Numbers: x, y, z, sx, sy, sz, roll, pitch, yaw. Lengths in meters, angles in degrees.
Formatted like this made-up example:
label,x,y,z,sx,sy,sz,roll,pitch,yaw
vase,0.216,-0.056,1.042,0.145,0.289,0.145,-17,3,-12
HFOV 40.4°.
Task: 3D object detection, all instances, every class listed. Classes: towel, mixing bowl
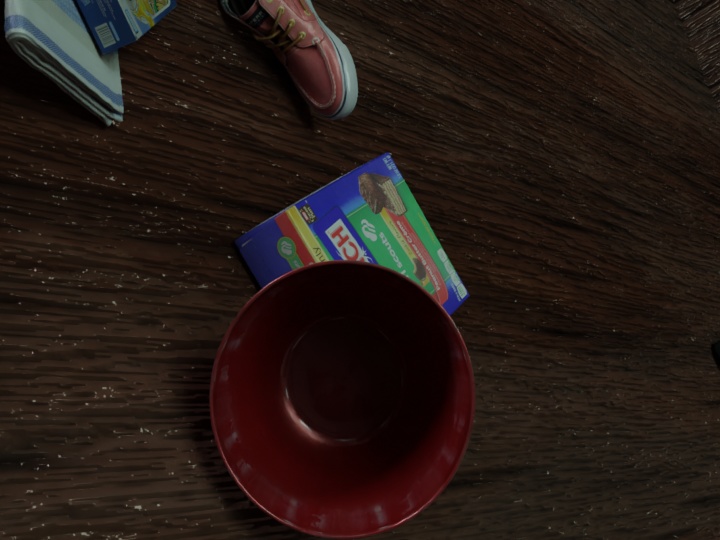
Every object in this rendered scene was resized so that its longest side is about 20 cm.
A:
label,x,y,z,sx,sy,sz,roll,pitch,yaw
towel,-0.238,-0.229,0.763,0.147,0.023,0.204,43,32,-67
mixing bowl,-0.014,0.092,0.763,0.202,0.198,0.108,58,0,-3

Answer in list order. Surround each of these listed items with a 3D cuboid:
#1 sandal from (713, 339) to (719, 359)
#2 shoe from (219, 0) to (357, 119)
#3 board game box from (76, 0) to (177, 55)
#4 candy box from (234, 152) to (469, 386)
label,x,y,z,sx,sy,sz,roll,pitch,yaw
sandal,0.652,0.210,1.645,0.076,0.043,0.203,2,56,-59
shoe,-0.080,-0.241,0.989,0.090,0.071,0.203,-9,69,-52
board game box,-0.220,-0.290,0.789,0.136,0.034,0.203,-81,151,-63
candy box,0.000,0.000,0.913,0.171,0.076,0.200,59,36,-4
